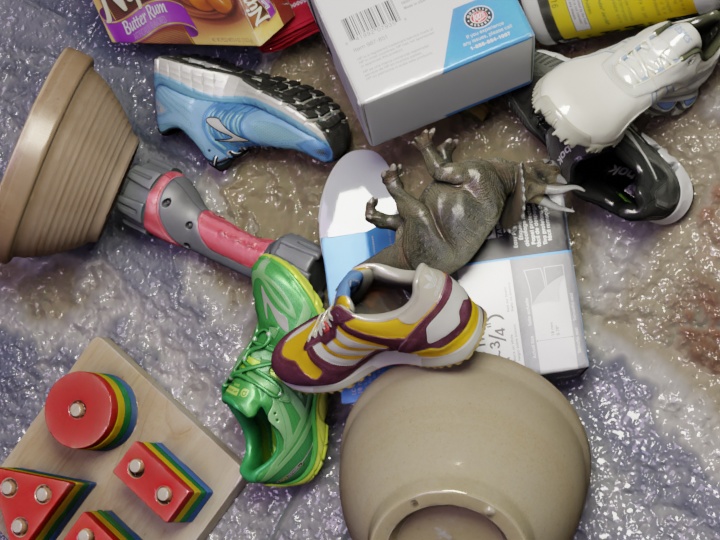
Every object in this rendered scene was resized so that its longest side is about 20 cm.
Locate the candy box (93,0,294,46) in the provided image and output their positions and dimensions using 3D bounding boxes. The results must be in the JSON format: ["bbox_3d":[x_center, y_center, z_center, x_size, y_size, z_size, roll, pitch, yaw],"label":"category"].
[{"bbox_3d":[-0.162,-0.259,1.374,0.200,0.117,0.056,8,43,41],"label":"candy box"}]

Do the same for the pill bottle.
[{"bbox_3d":[0.229,-0.251,1.254,0.199,0.111,0.112,-9,79,21],"label":"pill bottle"}]

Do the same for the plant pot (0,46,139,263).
[{"bbox_3d":[-0.256,-0.090,1.401,0.092,0.201,0.201,22,91,-8],"label":"plant pot"}]

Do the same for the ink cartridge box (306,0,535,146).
[{"bbox_3d":[0.034,-0.222,1.256,0.145,0.084,0.200,-22,69,-2],"label":"ink cartridge box"}]

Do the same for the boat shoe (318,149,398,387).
[{"bbox_3d":[0.000,0.000,1.336,0.068,0.057,0.201,-1,82,2],"label":"boat shoe"}]

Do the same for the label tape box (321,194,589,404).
[{"bbox_3d":[0.073,0.025,1.269,0.199,0.063,0.145,-8,81,1],"label":"label tape box"}]

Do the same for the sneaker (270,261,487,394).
[{"bbox_3d":[-0.004,0.035,1.206,0.200,0.090,0.075,-16,43,35],"label":"sneaker"}]

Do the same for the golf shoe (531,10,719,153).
[{"bbox_3d":[0.209,-0.156,1.199,0.078,0.200,0.097,51,135,12],"label":"golf shoe"}]

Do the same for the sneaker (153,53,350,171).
[{"bbox_3d":[-0.098,-0.128,1.399,0.200,0.078,0.090,21,109,26],"label":"sneaker"}]

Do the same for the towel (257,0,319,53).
[{"bbox_3d":[-0.040,-0.299,1.387,0.144,0.022,0.201,-20,63,29],"label":"towel"}]

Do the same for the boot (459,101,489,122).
[{"bbox_3d":[0.088,-0.250,1.335,0.175,0.066,0.200,38,96,21],"label":"boot"}]

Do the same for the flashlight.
[{"bbox_3d":[-0.117,-0.035,1.385,0.200,0.068,0.068,23,89,24],"label":"flashlight"}]

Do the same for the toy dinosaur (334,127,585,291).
[{"bbox_3d":[0.061,-0.040,1.205,0.200,0.077,0.102,-38,70,2],"label":"toy dinosaur"}]

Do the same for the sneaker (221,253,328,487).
[{"bbox_3d":[-0.072,0.087,1.311,0.074,0.083,0.201,10,106,53],"label":"sneaker"}]

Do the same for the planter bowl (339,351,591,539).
[{"bbox_3d":[0.073,0.180,1.195,0.200,0.135,0.201,4,117,8],"label":"planter bowl"}]

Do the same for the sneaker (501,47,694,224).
[{"bbox_3d":[0.175,-0.108,1.255,0.200,0.090,0.067,45,119,15],"label":"sneaker"}]

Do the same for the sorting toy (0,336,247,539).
[{"bbox_3d":[-0.234,0.193,1.397,0.199,0.070,0.200,39,98,22],"label":"sorting toy"}]
